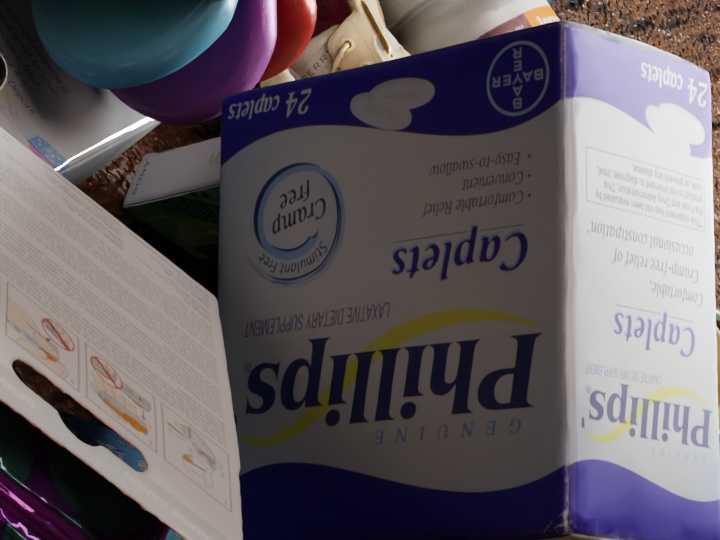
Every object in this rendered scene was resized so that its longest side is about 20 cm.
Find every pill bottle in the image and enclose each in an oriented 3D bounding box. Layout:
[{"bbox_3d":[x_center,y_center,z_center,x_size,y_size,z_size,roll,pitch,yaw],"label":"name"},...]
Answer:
[{"bbox_3d":[0.083,-0.095,1.430,0.200,0.110,0.110,58,31,7],"label":"pill bottle"}]

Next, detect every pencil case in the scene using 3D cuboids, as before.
[{"bbox_3d":[-0.163,0.061,0.883,0.200,0.092,0.085,41,70,-16],"label":"pencil case"}]

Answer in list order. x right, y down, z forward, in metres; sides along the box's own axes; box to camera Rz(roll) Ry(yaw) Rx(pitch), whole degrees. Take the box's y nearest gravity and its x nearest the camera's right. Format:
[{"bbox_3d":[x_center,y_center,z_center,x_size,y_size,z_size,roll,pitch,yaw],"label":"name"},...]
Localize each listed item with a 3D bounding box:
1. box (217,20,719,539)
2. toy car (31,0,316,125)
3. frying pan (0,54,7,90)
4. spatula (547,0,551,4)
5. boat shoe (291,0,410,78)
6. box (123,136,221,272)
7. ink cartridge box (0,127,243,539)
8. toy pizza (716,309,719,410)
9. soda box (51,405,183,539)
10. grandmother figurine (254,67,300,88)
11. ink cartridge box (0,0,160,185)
[{"bbox_3d":[0.041,0.018,1.008,0.105,0.184,0.200,11,74,-49],"label":"box"},{"bbox_3d":[-0.078,-0.141,1.081,0.200,0.175,0.150,-38,128,-60],"label":"toy car"},{"bbox_3d":[-0.216,-0.090,0.900,0.190,0.031,0.115,26,27,24],"label":"frying pan"},{"bbox_3d":[0.092,-0.156,1.588,0.057,0.021,0.200,50,30,-2],"label":"spatula"},{"bbox_3d":[-0.013,-0.111,1.356,0.069,0.074,0.200,15,38,-49],"label":"boat shoe"},{"bbox_3d":[0.000,0.000,1.196,0.200,0.144,0.036,37,65,-26],"label":"box"},{"bbox_3d":[-0.116,0.026,0.897,0.160,0.047,0.200,40,18,-24],"label":"ink cartridge box"},{"bbox_3d":[0.096,0.084,1.180,0.200,0.200,0.032,14,40,-47],"label":"toy pizza"},{"bbox_3d":[-0.074,0.129,1.040,0.200,0.064,0.068,26,41,-37],"label":"soda box"},{"bbox_3d":[-0.040,-0.078,1.287,0.061,0.121,0.200,-37,80,-16],"label":"grandmother figurine"},{"bbox_3d":[-0.194,-0.081,1.067,0.145,0.085,0.200,54,32,-1],"label":"ink cartridge box"}]
